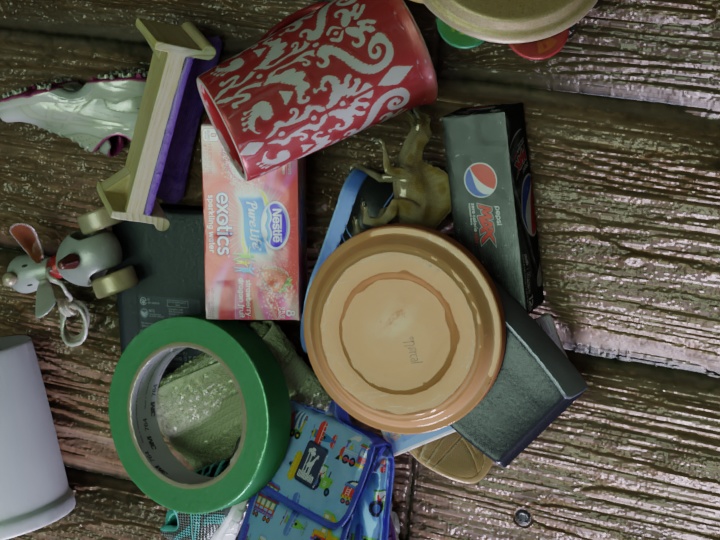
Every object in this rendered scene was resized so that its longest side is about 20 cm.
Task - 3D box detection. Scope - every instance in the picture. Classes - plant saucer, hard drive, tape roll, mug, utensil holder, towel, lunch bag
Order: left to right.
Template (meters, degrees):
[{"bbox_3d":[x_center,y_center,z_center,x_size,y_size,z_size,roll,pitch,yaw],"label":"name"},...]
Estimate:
[{"bbox_3d":[-0.426,0.189,1.806,0.168,0.170,0.202,-9,97,25],"label":"utensil holder"},{"bbox_3d":[-0.201,0.029,1.737,0.138,0.033,0.203,4,105,23],"label":"hard drive"},{"bbox_3d":[-0.166,0.146,1.643,0.198,0.048,0.203,1,93,29],"label":"tape roll"},{"bbox_3d":[-0.130,0.144,1.706,0.199,0.037,0.149,-29,116,25],"label":"towel"},{"bbox_3d":[-0.048,-0.177,1.526,0.199,0.177,0.134,-28,100,-9],"label":"mug"},{"bbox_3d":[-0.036,0.232,1.624,0.150,0.093,0.202,18,98,48],"label":"lunch bag"},{"bbox_3d":[0.038,0.058,1.514,0.198,0.032,0.203,4,102,18],"label":"plant saucer"},{"bbox_3d":[0.106,0.084,1.537,0.200,0.042,0.135,46,110,4],"label":"hard drive"}]

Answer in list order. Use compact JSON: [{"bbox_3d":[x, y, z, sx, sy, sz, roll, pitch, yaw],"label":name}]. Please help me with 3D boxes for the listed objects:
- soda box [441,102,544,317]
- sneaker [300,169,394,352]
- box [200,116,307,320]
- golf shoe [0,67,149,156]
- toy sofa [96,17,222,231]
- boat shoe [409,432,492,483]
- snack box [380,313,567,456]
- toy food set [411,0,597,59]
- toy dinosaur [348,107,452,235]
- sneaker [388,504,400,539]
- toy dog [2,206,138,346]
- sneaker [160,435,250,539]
[{"bbox_3d":[0.130,-0.058,1.552,0.070,0.063,0.202,-2,103,23],"label":"soda box"},{"bbox_3d":[0.000,0.000,1.612,0.077,0.070,0.202,21,103,18],"label":"sneaker"},{"bbox_3d":[-0.105,-0.057,1.625,0.101,0.095,0.203,1,104,2],"label":"box"},{"bbox_3d":[-0.304,-0.163,1.715,0.198,0.075,0.093,-3,105,26],"label":"golf shoe"},{"bbox_3d":[-0.197,-0.149,1.638,0.097,0.083,0.202,8,111,-26],"label":"toy sofa"},{"bbox_3d":[0.051,0.142,1.638,0.199,0.069,0.071,38,89,2],"label":"boat shoe"},{"bbox_3d":[0.109,0.114,1.585,0.198,0.024,0.073,-23,91,4],"label":"snack box"},{"bbox_3d":[0.133,-0.287,1.453,0.200,0.049,0.198,-41,75,-13],"label":"toy food set"},{"bbox_3d":[0.045,-0.058,1.549,0.100,0.058,0.203,-7,96,-13],"label":"toy dinosaur"},{"bbox_3d":[0.006,0.303,1.687,0.080,0.083,0.202,-27,90,27],"label":"sneaker"},{"bbox_3d":[-0.328,-0.001,1.728,0.200,0.096,0.133,-41,75,38],"label":"toy dog"},{"bbox_3d":[-0.163,0.243,1.720,0.090,0.078,0.201,24,127,-1],"label":"sneaker"}]
